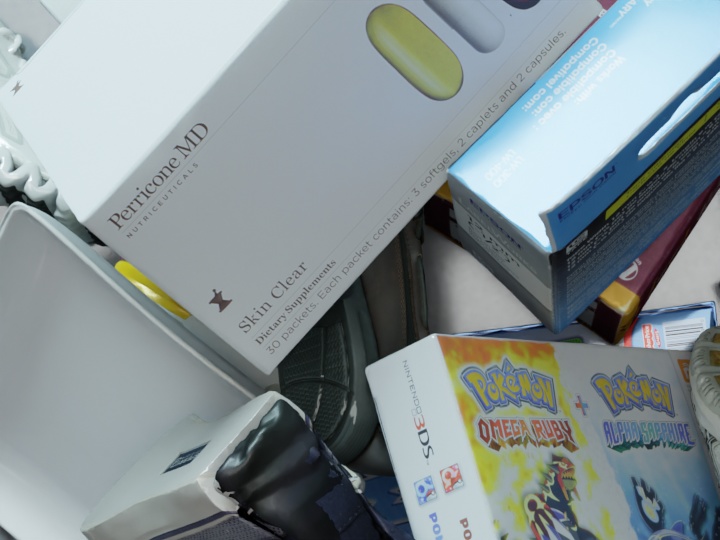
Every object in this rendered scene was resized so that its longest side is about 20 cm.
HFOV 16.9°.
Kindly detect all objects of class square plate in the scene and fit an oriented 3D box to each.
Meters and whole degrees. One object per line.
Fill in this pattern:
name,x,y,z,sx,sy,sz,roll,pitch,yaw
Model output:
square plate,-0.107,0.082,1.119,0.200,0.028,0.198,38,135,5

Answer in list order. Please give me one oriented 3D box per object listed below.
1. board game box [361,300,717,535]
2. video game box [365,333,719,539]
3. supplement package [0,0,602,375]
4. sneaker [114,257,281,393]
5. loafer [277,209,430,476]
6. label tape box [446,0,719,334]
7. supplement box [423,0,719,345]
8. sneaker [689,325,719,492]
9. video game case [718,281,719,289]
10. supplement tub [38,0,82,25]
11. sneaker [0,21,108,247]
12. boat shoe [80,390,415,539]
board game box,0.078,0.102,1.149,0.199,0.037,0.152,-7,86,4
video game box,0.100,0.120,1.017,0.047,0.200,0.183,-30,69,33
supplement package,-0.031,-0.089,0.992,0.200,0.156,0.111,-48,120,4
sneaker,-0.019,0.024,1.111,0.200,0.075,0.090,28,83,7
loafer,0.000,0.000,1.065,0.063,0.072,0.201,20,54,-33
label tape box,0.105,-0.062,0.962,0.143,0.200,0.066,-44,76,-5
supplement box,0.127,-0.082,1.110,0.110,0.086,0.200,32,82,8
sneaker,0.176,0.097,1.043,0.075,0.200,0.088,7,118,-3
video game case,0.293,0.052,1.133,0.199,0.036,0.182,-22,86,4
supplement tub,-0.043,-0.162,1.121,0.200,0.132,0.132,-45,85,3
sneaker,-0.176,-0.079,1.163,0.200,0.075,0.081,30,77,2
boat shoe,-0.048,0.111,1.001,0.093,0.200,0.075,46,70,-8
